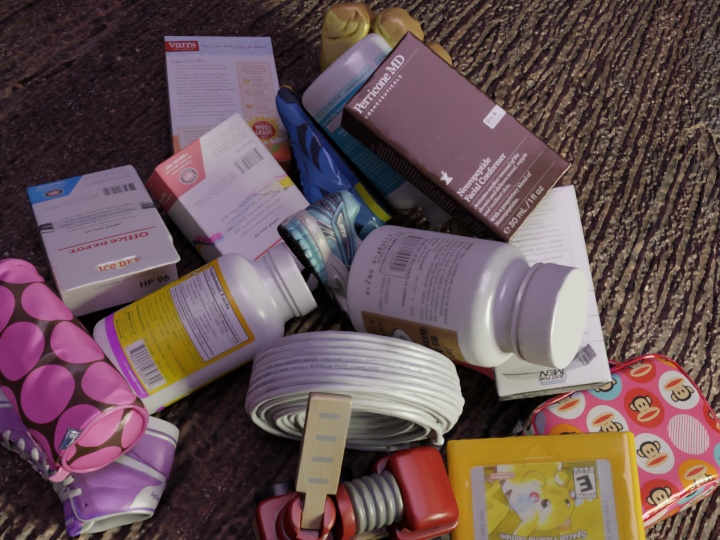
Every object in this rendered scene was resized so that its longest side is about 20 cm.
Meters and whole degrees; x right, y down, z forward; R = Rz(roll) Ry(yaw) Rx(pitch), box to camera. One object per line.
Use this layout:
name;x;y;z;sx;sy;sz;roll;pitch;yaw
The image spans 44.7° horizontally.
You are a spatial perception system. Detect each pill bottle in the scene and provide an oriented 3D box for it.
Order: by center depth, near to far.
pill bottle;0.098;0.027;0.801;0.200;0.114;0.114;11;51;32
pill bottle;-0.145;0.051;0.844;0.200;0.104;0.104;-28;65;-4
pill bottle;0.040;-0.143;0.930;0.200;0.111;0.111;49;59;-7

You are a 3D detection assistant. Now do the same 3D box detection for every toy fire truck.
toy fire truck;0.000;0.185;0.755;0.176;0.200;0.129;-11;67;-17

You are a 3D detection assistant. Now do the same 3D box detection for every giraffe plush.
giraffe plush;0.015;-0.226;1.055;0.173;0.200;0.162;43;25;-4

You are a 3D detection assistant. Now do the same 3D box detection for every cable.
cable;-0.004;0.113;0.807;0.200;0.200;0.069;6;66;-7

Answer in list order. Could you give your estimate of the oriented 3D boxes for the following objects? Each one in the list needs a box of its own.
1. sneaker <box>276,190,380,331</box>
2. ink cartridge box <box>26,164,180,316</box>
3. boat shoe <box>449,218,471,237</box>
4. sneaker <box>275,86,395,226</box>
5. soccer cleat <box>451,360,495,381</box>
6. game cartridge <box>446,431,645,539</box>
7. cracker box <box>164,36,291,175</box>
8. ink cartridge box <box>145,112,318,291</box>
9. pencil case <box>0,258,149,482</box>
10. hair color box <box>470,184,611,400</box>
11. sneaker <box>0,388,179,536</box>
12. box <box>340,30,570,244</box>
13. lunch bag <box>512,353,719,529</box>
sneaker;0.000;0.000;0.884;0.086;0.200;0.078;-39;48;-6
ink cartridge box;-0.257;-0.023;0.883;0.116;0.068;0.200;-16;39;-19
boat shoe;0.182;-0.001;0.952;0.200;0.076;0.072;46;61;-8
sneaker;-0.048;-0.111;0.964;0.078;0.066;0.200;-39;78;17
soccer cleat;0.121;0.071;0.951;0.200;0.067;0.076;26;25;13
game cartridge;0.169;0.251;0.796;0.176;0.032;0.200;-6;66;15
cracker box;-0.164;-0.194;1.059;0.134;0.058;0.200;-3;59;-14
ink cartridge box;-0.121;-0.052;0.944;0.116;0.067;0.200;-40;96;-25
pencil case;-0.276;0.084;0.761;0.094;0.091;0.200;-43;64;-4
hair color box;0.176;0.024;0.879;0.109;0.065;0.200;-8;75;6
sneaker;-0.276;0.176;0.794;0.200;0.073;0.114;12;59;-3
box;0.088;-0.121;0.833;0.200;0.075;0.100;39;84;2
lunch bag;0.264;0.171;0.894;0.200;0.082;0.176;-18;62;-21
